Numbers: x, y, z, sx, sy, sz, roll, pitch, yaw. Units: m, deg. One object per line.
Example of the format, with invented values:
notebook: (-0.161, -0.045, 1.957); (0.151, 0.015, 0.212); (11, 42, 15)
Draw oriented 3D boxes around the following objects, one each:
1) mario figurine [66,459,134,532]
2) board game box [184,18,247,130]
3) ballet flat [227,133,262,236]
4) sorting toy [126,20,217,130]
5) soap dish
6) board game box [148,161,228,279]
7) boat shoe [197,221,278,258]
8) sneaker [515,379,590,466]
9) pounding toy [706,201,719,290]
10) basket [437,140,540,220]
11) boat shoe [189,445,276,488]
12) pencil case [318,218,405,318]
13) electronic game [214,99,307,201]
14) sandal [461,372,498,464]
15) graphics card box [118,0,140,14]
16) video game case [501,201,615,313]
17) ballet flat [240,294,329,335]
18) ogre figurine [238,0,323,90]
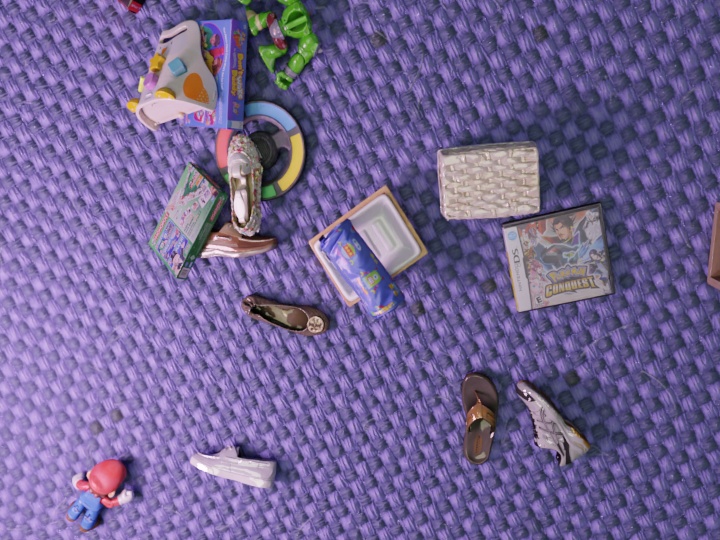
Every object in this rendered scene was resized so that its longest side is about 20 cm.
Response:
mario figurine: (-0.598, 0.508, 1.547); (0.122, 0.107, 0.201); (23, 117, -33)
board game box: (-0.289, -0.386, 1.324); (0.132, 0.044, 0.206); (13, 103, 35)
ballet flat: (-0.232, -0.171, 1.330); (0.073, 0.064, 0.206); (-6, 95, 14)
sorting toy: (-0.374, -0.396, 1.317); (0.196, 0.106, 0.185); (-5, 74, 38)
soap dish: (0.016, -0.050, 1.350); (0.198, 0.081, 0.159); (-34, 94, 12)
board game box: (-0.360, -0.104, 1.385); (0.134, 0.029, 0.203); (41, 106, 36)
boat shoe: (-0.269, -0.066, 1.392); (0.194, 0.076, 0.074); (-1, 98, 6)
sneaker: (0.378, 0.318, 1.365); (0.088, 0.076, 0.200); (-43, 91, 12)
pounding toy: (0.736, -0.019, 1.195); (0.138, 0.200, 0.190); (2, 100, 7)
basket: (0.247, -0.172, 1.276); (0.194, 0.123, 0.140); (-4, 100, 8)
boat shoe: (-0.280, 0.426, 1.483); (0.195, 0.072, 0.070); (12, 80, 12)
pencil case: (0.000, 0.000, 1.278); (0.086, 0.078, 0.202); (-38, 93, -17)
electronic game: (-0.205, -0.245, 1.368); (0.194, 0.042, 0.206); (1, 100, 8)
sandal: (0.246, 0.315, 1.393); (0.079, 0.055, 0.206); (5, 100, 7)
graphics card box: (-0.447, -0.640, 1.330); (0.125, 0.051, 0.201); (41, 101, 0)
video game case: (0.394, -0.024, 1.330); (0.194, 0.026, 0.186); (-12, 98, 10)
ballet flat: (-0.162, 0.096, 1.417); (0.195, 0.046, 0.069); (17, 102, 5)
ogre figurine: (-0.149, -0.468, 1.293); (0.117, 0.098, 0.205); (-18, 95, 13)
